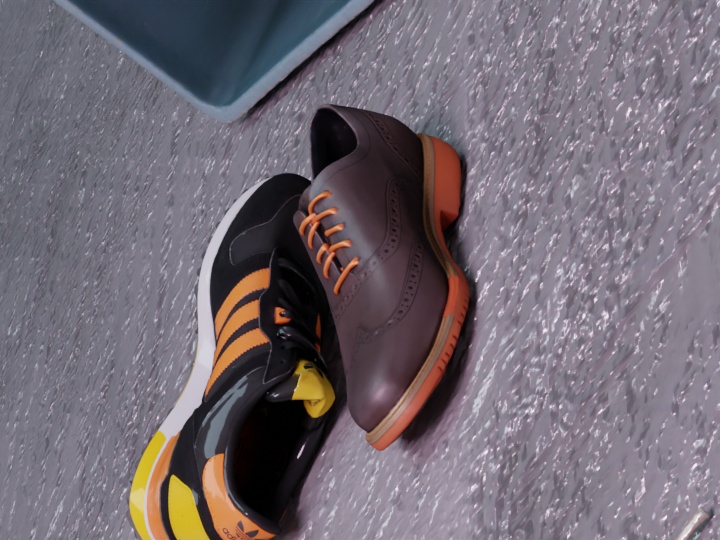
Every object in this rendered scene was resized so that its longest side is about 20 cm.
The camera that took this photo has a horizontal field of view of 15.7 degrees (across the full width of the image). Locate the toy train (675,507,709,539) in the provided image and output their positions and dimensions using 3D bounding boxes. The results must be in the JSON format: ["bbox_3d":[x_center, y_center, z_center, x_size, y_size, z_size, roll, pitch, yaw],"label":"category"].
[{"bbox_3d":[0.012,0.129,0.864,0.201,0.115,0.085,-56,20,19],"label":"toy train"}]

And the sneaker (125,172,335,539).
[{"bbox_3d":[-0.037,0.044,1.204,0.090,0.070,0.201,-10,53,48],"label":"sneaker"}]

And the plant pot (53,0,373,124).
[{"bbox_3d":[-0.072,-0.246,1.504,0.196,0.196,0.201,-35,23,53],"label":"plant pot"}]

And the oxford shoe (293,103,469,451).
[{"bbox_3d":[0.000,0.000,1.137,0.071,0.072,0.201,-50,22,28],"label":"oxford shoe"}]
